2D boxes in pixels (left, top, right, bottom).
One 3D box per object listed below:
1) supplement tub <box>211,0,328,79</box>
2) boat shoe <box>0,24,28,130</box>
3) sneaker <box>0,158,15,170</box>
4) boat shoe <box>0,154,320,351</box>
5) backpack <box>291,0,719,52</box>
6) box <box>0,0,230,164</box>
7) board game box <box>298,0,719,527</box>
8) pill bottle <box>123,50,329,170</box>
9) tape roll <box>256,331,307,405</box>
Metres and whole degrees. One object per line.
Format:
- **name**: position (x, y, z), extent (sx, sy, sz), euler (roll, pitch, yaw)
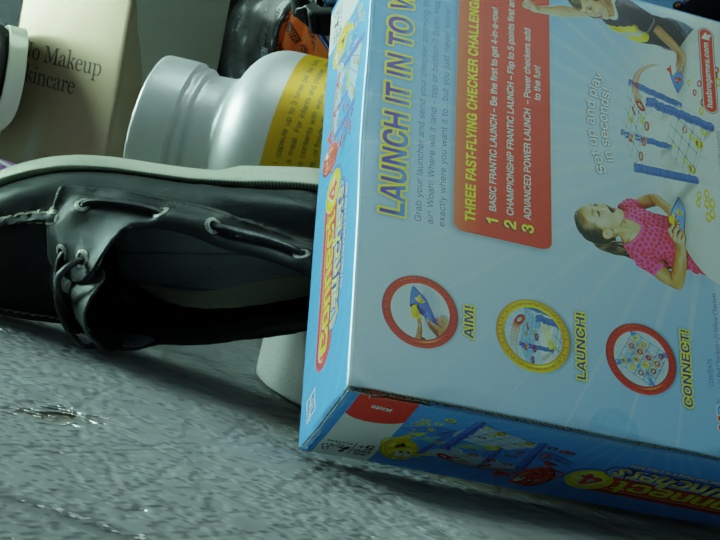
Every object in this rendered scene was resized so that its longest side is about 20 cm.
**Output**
- **supplement tub**: position (-0.084, -0.110, 0.976), extent (0.200, 0.123, 0.122), euler (-4, -7, 36)
- **boat shoe**: position (-0.252, -0.092, 0.914), extent (0.068, 0.072, 0.200), euler (6, -20, -28)
- **sneaker**: position (-0.217, -0.042, 0.831), extent (0.200, 0.073, 0.114), euler (31, 10, 37)
- **boat shoe**: position (-0.090, 0.002, 0.635), extent (0.199, 0.075, 0.066), euler (2, 41, 10)
- **backpack**: position (0.095, -0.121, 0.759), extent (0.200, 0.183, 0.135), euler (-12, 35, 30)
- **box**: position (-0.140, -0.102, 0.892), extent (0.095, 0.200, 0.078), euler (16, 9, 36)
- **board game box**: position (0.083, -0.014, 0.599), extent (0.196, 0.200, 0.056), euler (13, -31, -14)
- **pill bottle**: position (0.000, -0.037, 0.705), extent (0.200, 0.104, 0.104), euler (15, 5, 7)
- **tape roll**: position (0.054, 0.051, 0.694), extent (0.203, 0.037, 0.203), euler (14, 5, -1)
